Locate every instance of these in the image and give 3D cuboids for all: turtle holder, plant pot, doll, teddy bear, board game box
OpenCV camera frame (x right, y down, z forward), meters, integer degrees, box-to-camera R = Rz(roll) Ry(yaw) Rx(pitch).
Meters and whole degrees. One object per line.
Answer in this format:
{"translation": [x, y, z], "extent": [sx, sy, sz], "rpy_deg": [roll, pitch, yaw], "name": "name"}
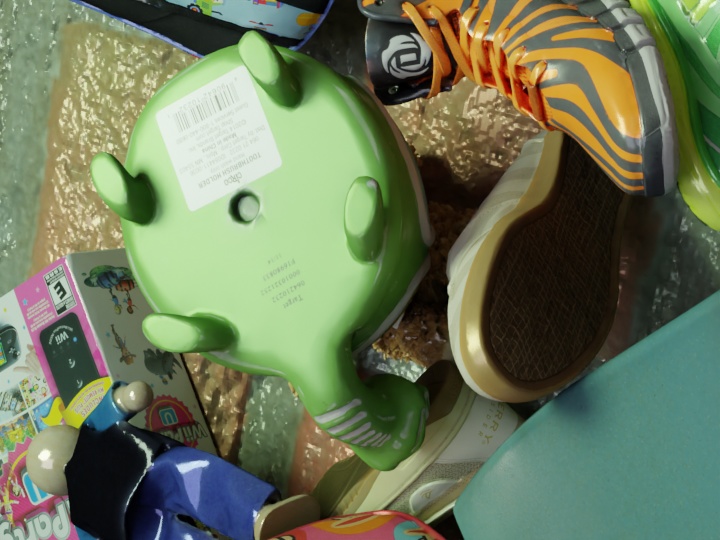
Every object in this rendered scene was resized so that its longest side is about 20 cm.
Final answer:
{"translation": [-0.020, -0.014, 0.796], "extent": [0.185, 0.132, 0.141], "rpy_deg": [38, 101, 20], "name": "turtle holder"}
{"translation": [0.149, 0.102, 0.760], "extent": [0.200, 0.141, 0.142], "rpy_deg": [-34, 75, 41], "name": "plant pot"}
{"translation": [-0.111, 0.127, 0.909], "extent": [0.199, 0.048, 0.137], "rpy_deg": [18, 106, 40], "name": "doll"}
{"translation": [0.000, 0.000, 0.905], "extent": [0.199, 0.067, 0.146], "rpy_deg": [-5, 101, 29], "name": "teddy bear"}
{"translation": [-0.164, 0.108, 1.025], "extent": [0.147, 0.064, 0.201], "rpy_deg": [-30, 78, 34], "name": "board game box"}

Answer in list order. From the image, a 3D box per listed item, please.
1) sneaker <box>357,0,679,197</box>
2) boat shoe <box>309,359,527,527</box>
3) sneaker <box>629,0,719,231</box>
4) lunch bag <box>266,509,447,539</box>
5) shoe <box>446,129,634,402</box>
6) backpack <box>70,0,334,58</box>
{"translation": [0.063, -0.089, 0.775], "extent": [0.200, 0.111, 0.078], "rpy_deg": [-115, 12, -50], "name": "sneaker"}
{"translation": [0.014, 0.125, 0.890], "extent": [0.063, 0.073, 0.201], "rpy_deg": [32, 126, -9], "name": "boat shoe"}
{"translation": [0.162, -0.120, 0.773], "extent": [0.083, 0.074, 0.201], "rpy_deg": [-17, 87, 18], "name": "sneaker"}
{"translation": [-0.026, 0.185, 0.751], "extent": [0.176, 0.199, 0.082], "rpy_deg": [26, 130, 62], "name": "lunch bag"}
{"translation": [0.078, -0.003, 0.773], "extent": [0.070, 0.200, 0.053], "rpy_deg": [45, 129, -11], "name": "shoe"}
{"translation": [-0.085, -0.210, 0.889], "extent": [0.199, 0.135, 0.183], "rpy_deg": [25, 123, 6], "name": "backpack"}
